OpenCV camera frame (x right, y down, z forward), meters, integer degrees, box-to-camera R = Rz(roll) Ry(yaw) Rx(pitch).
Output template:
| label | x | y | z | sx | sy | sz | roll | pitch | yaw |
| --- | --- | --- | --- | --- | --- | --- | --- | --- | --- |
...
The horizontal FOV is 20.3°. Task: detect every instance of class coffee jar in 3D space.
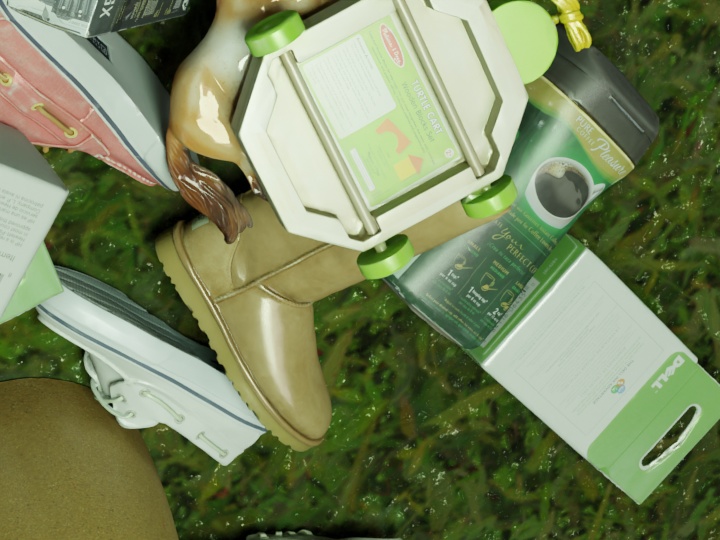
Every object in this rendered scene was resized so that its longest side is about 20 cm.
| label | x | y | z | sx | sy | sz | roll | pitch | yaw |
| --- | --- | --- | --- | --- | --- | --- | --- | --- | --- |
| coffee jar | 0.095 | -0.055 | 1.278 | 0.200 | 0.085 | 0.104 | -48 | 130 | 2 |

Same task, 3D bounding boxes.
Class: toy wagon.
| label | x | y | z | sx | sy | sz | roll | pitch | yaw |
| --- | --- | --- | --- | --- | --- | --- | --- | --- | --- |
| toy wagon | 0.032 | -0.096 | 1.105 | 0.200 | 0.040 | 0.156 | -29 | 112 | -7 |

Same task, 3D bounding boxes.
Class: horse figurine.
| label | x | y | z | sx | sy | sz | roll | pitch | yaw |
| --- | --- | --- | --- | --- | --- | --- | --- | --- | --- |
| horse figurine | -0.053 | -0.110 | 1.122 | 0.132 | 0.050 | 0.200 | 26 | 100 | -15 |

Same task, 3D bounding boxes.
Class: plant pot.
| label | x | y | z | sx | sy | sz | roll | pitch | yaw |
| --- | --- | --- | --- | --- | --- | --- | --- | --- | --- |
| plant pot | -0.178 | 0.191 | 1.186 | 0.186 | 0.200 | 0.187 | -11 | 118 | -22 |

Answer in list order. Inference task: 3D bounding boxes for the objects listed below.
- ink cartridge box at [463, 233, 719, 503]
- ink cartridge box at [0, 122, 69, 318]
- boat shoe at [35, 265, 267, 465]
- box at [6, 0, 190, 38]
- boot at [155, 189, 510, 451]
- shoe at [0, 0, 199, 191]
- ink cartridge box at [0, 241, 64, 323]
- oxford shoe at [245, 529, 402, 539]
| label | x | y | z | sx | sy | sz | roll | pitch | yaw |
| --- | --- | --- | --- | --- | --- | --- | --- | --- | --- |
| ink cartridge box | 0.159 | 0.064 | 1.379 | 0.104 | 0.059 | 0.200 | -48 | 127 | 1 |
| ink cartridge box | -0.267 | 0.005 | 1.038 | 0.146 | 0.086 | 0.200 | 22 | 105 | -35 |
| boat shoe | -0.129 | 0.068 | 1.227 | 0.200 | 0.074 | 0.067 | 33 | 96 | -36 |
| box | -0.105 | -0.226 | 1.046 | 0.050 | 0.158 | 0.201 | 23 | 106 | 8 |
| boot | 0.000 | 0.000 | 1.201 | 0.200 | 0.066 | 0.175 | -28 | 111 | 16 |
| shoe | -0.175 | -0.096 | 1.130 | 0.091 | 0.072 | 0.200 | -28 | 139 | 13 |
| ink cartridge box | -0.279 | 0.005 | 1.123 | 0.199 | 0.059 | 0.104 | -27 | 124 | -14 |
| oxford shoe | -0.052 | 0.203 | 1.352 | 0.199 | 0.058 | 0.075 | 6 | 143 | -16 |
